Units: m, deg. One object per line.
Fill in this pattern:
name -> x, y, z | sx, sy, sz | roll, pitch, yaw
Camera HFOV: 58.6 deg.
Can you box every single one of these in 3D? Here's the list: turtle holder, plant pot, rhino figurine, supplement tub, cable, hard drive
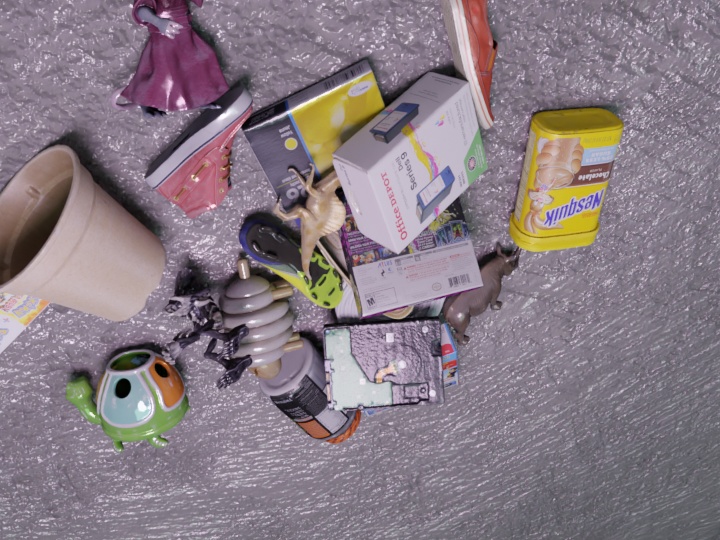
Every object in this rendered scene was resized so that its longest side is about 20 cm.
turtle holder -> -0.382, 0.204, 1.074 | 0.181, 0.141, 0.135 | 8, 120, 30
plant pot -> -0.369, -0.027, 0.856 | 0.198, 0.203, 0.183 | -35, 139, 14
rhino figurine -> 0.216, 0.029, 1.110 | 0.200, 0.060, 0.088 | -47, 137, -7
supplement tub -> -0.085, 0.223, 1.160 | 0.121, 0.124, 0.201 | -29, 130, 10
cable -> 0.051, 0.035, 1.084 | 0.194, 0.070, 0.204 | -3, 129, -12
hard drive -> 0.038, 0.153, 1.056 | 0.193, 0.038, 0.144 | -5, 95, -1

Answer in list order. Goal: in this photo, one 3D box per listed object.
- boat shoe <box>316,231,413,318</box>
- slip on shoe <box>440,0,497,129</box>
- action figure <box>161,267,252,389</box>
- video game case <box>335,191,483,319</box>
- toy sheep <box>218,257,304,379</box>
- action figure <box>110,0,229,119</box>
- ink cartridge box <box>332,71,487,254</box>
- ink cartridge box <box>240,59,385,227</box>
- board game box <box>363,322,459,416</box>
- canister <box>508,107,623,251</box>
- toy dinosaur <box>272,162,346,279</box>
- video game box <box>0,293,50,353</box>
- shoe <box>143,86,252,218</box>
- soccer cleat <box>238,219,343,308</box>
boat shoe -> 0.001, -0.002, 0.977 | 0.073, 0.063, 0.201 | -42, 88, 12
slip on shoe -> 0.158, -0.283, 0.861 | 0.060, 0.075, 0.203 | -21, 125, -1
action figure -> -0.245, 0.078, 0.945 | 0.101, 0.199, 0.122 | -23, 134, -36
video game case -> 0.069, -0.041, 0.953 | 0.194, 0.187, 0.036 | -13, 171, -15
toy sheep -> -0.165, 0.078, 1.024 | 0.134, 0.138, 0.206 | -12, 101, -5
action figure -> -0.222, -0.292, 0.754 | 0.146, 0.134, 0.205 | 13, 122, 29
ink cartridge box -> 0.072, -0.148, 0.879 | 0.199, 0.087, 0.147 | -41, 133, -18
ink cartridge box -> -0.042, -0.164, 0.917 | 0.193, 0.048, 0.202 | -24, 128, 4
board game box -> 0.080, 0.188, 1.176 | 0.195, 0.057, 0.197 | -19, 152, 0
canister -> 0.319, -0.141, 1.006 | 0.144, 0.087, 0.204 | -7, 128, -10
toy dinosaur -> -0.072, -0.076, 0.902 | 0.099, 0.059, 0.204 | 20, 111, -10
video game box -> -0.571, 0.036, 0.931 | 0.199, 0.047, 0.181 | -39, 130, 17
shoe -> -0.194, -0.152, 0.858 | 0.198, 0.072, 0.091 | -34, 121, 24
soccer cleat -> -0.105, -0.012, 0.998 | 0.199, 0.083, 0.066 | 38, 79, -28
